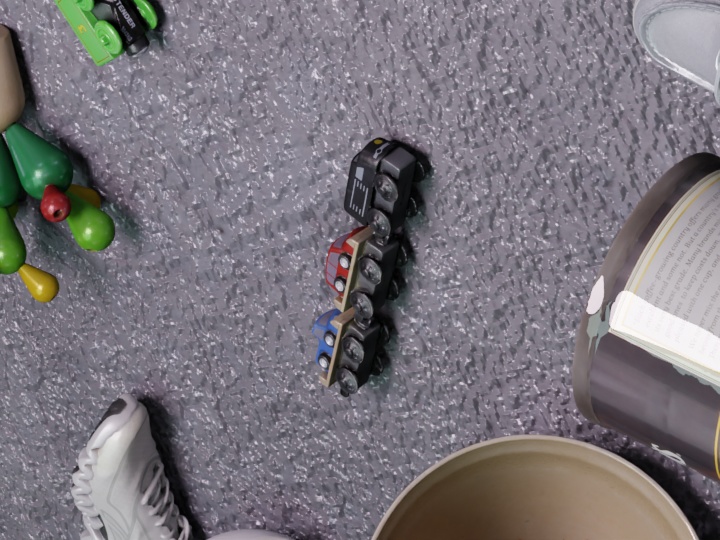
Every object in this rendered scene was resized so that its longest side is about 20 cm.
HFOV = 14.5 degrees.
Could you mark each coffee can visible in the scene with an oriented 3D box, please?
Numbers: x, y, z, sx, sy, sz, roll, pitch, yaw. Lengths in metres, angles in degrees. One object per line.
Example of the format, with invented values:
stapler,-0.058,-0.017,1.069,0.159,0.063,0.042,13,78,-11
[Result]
coffee can,0.223,0.048,1.370,0.199,0.146,0.147,27,137,28

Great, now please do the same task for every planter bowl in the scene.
planter bowl,0.098,0.206,1.615,0.200,0.200,0.135,41,169,12

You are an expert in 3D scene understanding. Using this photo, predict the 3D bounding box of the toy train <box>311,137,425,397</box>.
toy train,0.000,0.000,1.650,0.046,0.034,0.201,36,140,23

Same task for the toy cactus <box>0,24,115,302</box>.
toy cactus,-0.243,-0.074,1.801,0.199,0.102,0.166,26,127,40

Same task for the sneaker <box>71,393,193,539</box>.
sneaker,-0.149,0.162,1.916,0.081,0.075,0.201,20,137,14

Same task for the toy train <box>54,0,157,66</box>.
toy train,-0.187,-0.209,1.665,0.201,0.042,0.056,57,153,-9

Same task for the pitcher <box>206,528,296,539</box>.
pitcher,-0.113,0.248,1.864,0.200,0.170,0.122,-46,52,55

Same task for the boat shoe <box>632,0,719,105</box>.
boat shoe,0.202,-0.100,1.330,0.200,0.071,0.070,15,130,37
